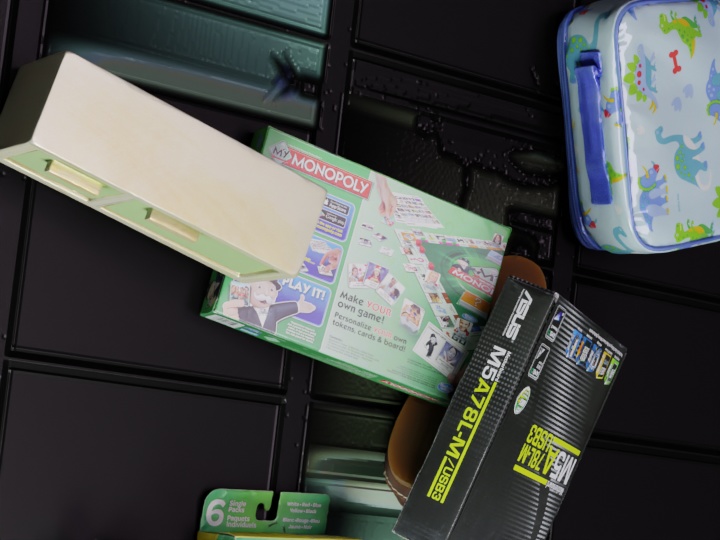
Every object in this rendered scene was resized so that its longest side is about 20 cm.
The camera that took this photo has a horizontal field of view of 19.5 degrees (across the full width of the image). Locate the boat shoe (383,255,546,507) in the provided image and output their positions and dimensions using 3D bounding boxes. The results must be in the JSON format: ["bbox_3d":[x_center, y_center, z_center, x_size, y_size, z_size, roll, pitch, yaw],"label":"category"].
[{"bbox_3d":[0.075,0.083,1.526,0.201,0.070,0.070,-57,160,-21],"label":"boat shoe"}]

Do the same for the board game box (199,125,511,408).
[{"bbox_3d":[0.000,0.000,1.447,0.199,0.029,0.135,22,75,-22],"label":"board game box"}]

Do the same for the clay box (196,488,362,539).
[{"bbox_3d":[-0.059,0.251,1.418,0.114,0.047,0.202,7,86,-40],"label":"clay box"}]

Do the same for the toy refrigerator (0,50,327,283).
[{"bbox_3d":[-0.128,-0.059,1.322,0.199,0.076,0.070,28,73,-28],"label":"toy refrigerator"}]

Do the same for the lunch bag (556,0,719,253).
[{"bbox_3d":[0.228,-0.116,1.639,0.160,0.082,0.202,-12,98,-41],"label":"lunch bag"}]

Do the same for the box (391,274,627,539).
[{"bbox_3d":[0.111,0.118,1.486,0.194,0.047,0.200,-67,155,-5],"label":"box"}]
